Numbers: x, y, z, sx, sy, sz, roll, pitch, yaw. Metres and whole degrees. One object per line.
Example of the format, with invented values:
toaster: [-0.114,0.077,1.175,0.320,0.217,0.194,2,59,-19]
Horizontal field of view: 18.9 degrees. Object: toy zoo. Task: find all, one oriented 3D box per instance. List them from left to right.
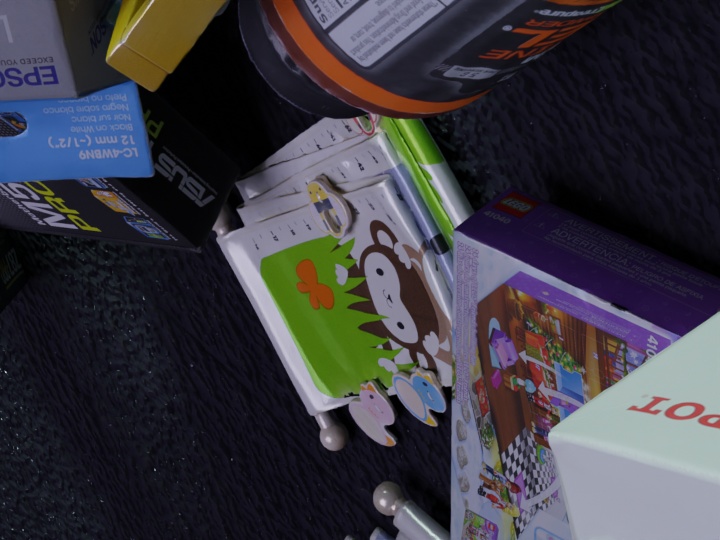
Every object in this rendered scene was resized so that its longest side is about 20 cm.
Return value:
toy zoo: [-0.027,-0.142,0.688,0.020,0.132,0.200,31,126,-15]

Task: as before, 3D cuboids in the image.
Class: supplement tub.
supplement tub: [0.032,-0.115,0.695,0.107,0.107,0.200,60,148,1]

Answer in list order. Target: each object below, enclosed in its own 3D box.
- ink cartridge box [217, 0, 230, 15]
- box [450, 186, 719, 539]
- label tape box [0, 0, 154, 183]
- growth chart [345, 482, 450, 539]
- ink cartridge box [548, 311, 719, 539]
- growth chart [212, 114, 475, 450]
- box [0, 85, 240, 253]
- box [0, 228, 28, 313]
ink cartridge box: [-0.144,-0.161,0.863,0.146,0.086,0.199,36,160,-29]
box: [0.097,0.082,0.805,0.136,0.039,0.201,27,135,32]
label tape box: [-0.162,-0.101,0.746,0.142,0.066,0.201,-1,123,12]
growth chart: [0.032,0.187,0.993,0.145,0.018,0.201,41,143,28]
ink cartridge box: [0.175,0.071,0.552,0.147,0.199,0.146,12,124,50]
growth chart: [0.000,0.000,0.909,0.145,0.018,0.200,58,148,3]
box: [-0.169,-0.081,0.908,0.159,0.045,0.200,7,154,43]
box: [-0.229,-0.040,1.066,0.200,0.049,0.162,-88,-28,-79]
